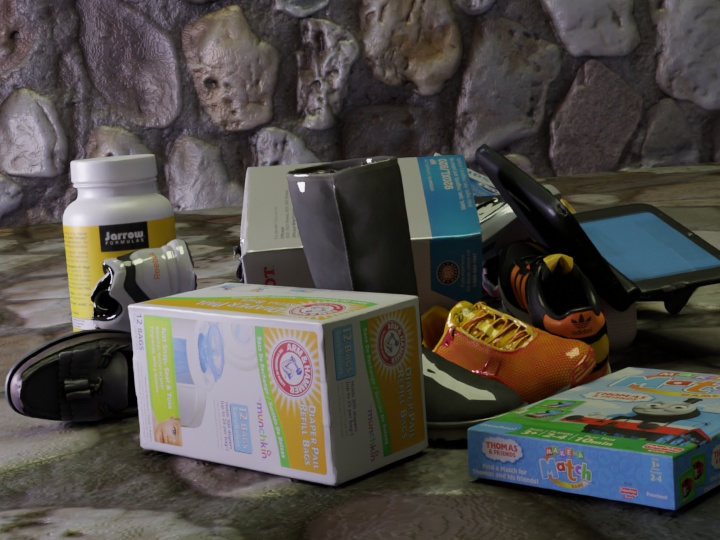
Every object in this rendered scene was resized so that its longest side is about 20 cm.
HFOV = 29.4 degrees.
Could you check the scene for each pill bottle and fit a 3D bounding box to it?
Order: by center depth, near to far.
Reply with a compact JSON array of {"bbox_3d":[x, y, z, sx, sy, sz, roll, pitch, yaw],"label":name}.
[{"bbox_3d":[-0.239,-0.012,1.378,0.111,0.202,0.112,-4,8,1],"label":"pill bottle"}]

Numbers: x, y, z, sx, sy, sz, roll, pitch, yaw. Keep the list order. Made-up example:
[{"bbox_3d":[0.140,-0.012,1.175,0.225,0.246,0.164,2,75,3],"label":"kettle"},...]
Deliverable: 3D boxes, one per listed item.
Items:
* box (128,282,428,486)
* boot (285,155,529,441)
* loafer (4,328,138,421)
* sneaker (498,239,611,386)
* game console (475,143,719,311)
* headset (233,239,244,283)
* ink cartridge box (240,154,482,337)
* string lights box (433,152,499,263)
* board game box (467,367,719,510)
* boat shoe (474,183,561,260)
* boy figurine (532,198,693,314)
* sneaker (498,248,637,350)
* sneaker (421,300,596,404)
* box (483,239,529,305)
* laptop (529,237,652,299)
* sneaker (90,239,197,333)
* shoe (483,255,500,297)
[{"bbox_3d":[-0.060,0.074,0.974,0.199,0.114,0.101,4,12,41],"label":"box"},{"bbox_3d":[0.033,0.018,0.996,0.180,0.202,0.072,0,6,28],"label":"boot"},{"bbox_3d":[-0.190,0.086,1.134,0.198,0.073,0.063,-6,11,-36],"label":"loafer"},{"bbox_3d":[0.163,0.013,1.142,0.069,0.091,0.201,-8,34,-6],"label":"sneaker"},{"bbox_3d":[0.218,-0.055,1.233,0.116,0.176,0.200,-40,26,0],"label":"game console"},{"bbox_3d":[-0.049,0.016,1.468,0.198,0.095,0.123,13,15,28],"label":"headset"},{"bbox_3d":[0.000,0.000,1.192,0.198,0.149,0.145,-3,34,-2],"label":"ink cartridge box"},{"bbox_3d":[0.099,-0.056,1.486,0.102,0.059,0.200,24,24,4],"label":"string lights box"},{"bbox_3d":[0.188,0.104,0.897,0.150,0.037,0.199,2,9,42],"label":"board game box"},{"bbox_3d":[0.116,-0.045,1.350,0.199,0.057,0.069,-29,-24,-31],"label":"boat shoe"},{"bbox_3d":[0.264,-0.018,1.454,0.124,0.065,0.200,34,-1,-42],"label":"boy figurine"},{"bbox_3d":[0.197,0.028,1.287,0.103,0.076,0.200,-7,19,-9],"label":"sneaker"},{"bbox_3d":[0.100,0.063,1.047,0.073,0.078,0.199,-40,20,-26],"label":"sneaker"},{"bbox_3d":[0.102,-0.024,1.567,0.199,0.050,0.158,-11,44,-41],"label":"box"},{"bbox_3d":[0.289,-0.032,1.592,0.103,0.201,0.177,-40,-8,22],"label":"laptop"},{"bbox_3d":[-0.206,0.037,1.207,0.079,0.074,0.200,-7,-29,-26],"label":"sneaker"},{"bbox_3d":[0.188,0.011,1.387,0.090,0.072,0.200,13,-1,-12],"label":"shoe"}]
